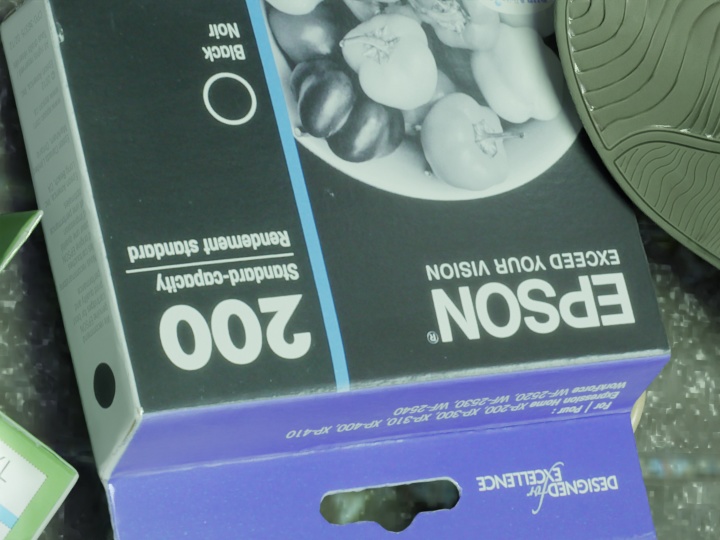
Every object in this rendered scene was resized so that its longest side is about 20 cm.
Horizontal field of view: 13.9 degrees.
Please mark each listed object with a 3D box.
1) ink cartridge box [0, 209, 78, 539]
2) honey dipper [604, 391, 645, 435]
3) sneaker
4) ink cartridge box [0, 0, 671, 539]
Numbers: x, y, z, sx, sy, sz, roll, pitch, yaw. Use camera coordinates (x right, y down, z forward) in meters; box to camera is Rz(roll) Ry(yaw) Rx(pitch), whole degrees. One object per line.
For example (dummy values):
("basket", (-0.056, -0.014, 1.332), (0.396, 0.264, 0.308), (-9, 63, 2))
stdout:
("ink cartridge box", (-0.146, 0.080, 0.873), (0.059, 0.104, 0.201), (38, 73, -19))
("honey dipper", (0.004, 0.012, 0.981), (0.199, 0.038, 0.038), (24, 79, -20))
("sneaker", (0.137, -0.045, 1.009), (0.075, 0.106, 0.200), (-39, 105, 16))
("ink cartridge box", (0.000, 0.000, 0.942), (0.197, 0.043, 0.201), (-6, 74, -28))
